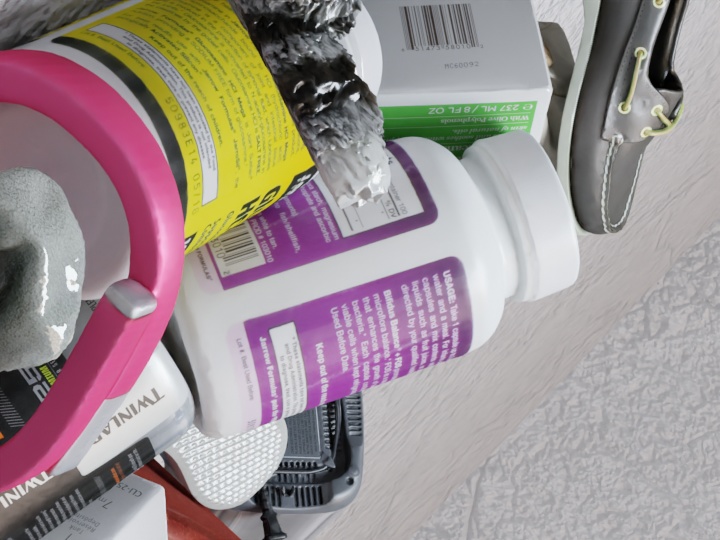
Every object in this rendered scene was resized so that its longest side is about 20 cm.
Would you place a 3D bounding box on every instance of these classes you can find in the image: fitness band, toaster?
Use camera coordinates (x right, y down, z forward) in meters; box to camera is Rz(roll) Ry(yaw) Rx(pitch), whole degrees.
[{"bbox_3d":[-0.151,0.004,0.951,0.037,0.144,0.200,-23,152,-56],"label":"fitness band"},{"bbox_3d":[-0.065,0.104,1.485,0.113,0.200,0.129,2,153,-17],"label":"toaster"}]

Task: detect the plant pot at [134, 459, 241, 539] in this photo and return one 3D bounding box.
[{"bbox_3d":[-0.178,0.176,1.320,0.200,0.200,0.176,-45,157,-12],"label":"plant pot"}]

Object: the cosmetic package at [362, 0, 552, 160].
[{"bbox_3d":[0.031,-0.062,1.232,0.107,0.085,0.200,-4,144,-7],"label":"cosmetic package"}]

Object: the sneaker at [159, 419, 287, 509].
[{"bbox_3d":[-0.107,0.069,1.322,0.074,0.082,0.200,-43,147,-5],"label":"sneaker"}]

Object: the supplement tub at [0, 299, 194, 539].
[{"bbox_3d":[-0.188,0.079,1.078,0.200,0.123,0.123,-36,165,-12],"label":"supplement tub"}]

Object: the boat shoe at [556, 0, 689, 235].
[{"bbox_3d":[0.159,-0.112,1.348,0.072,0.060,0.202,-27,127,-60],"label":"boat shoe"}]

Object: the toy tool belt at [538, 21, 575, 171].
[{"bbox_3d":[0.032,-0.082,1.380,0.200,0.125,0.123,-23,178,23],"label":"toy tool belt"}]

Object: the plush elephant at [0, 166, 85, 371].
[{"bbox_3d":[-0.195,0.024,0.867,0.165,0.200,0.155,-10,124,-59],"label":"plush elephant"}]

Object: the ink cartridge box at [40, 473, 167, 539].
[{"bbox_3d":[-0.160,0.223,1.158,0.176,0.045,0.200,-45,146,-42],"label":"ink cartridge box"}]

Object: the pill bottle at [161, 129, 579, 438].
[{"bbox_3d":[0.000,0.000,1.127,0.200,0.112,0.112,-18,160,-12],"label":"pill bottle"}]

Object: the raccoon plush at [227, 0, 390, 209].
[{"bbox_3d":[0.007,-0.139,0.956,0.134,0.200,0.097,-26,-177,-4],"label":"raccoon plush"}]

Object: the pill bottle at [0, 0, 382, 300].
[{"bbox_3d":[-0.078,-0.071,1.038,0.200,0.112,0.113,-33,161,-49],"label":"pill bottle"}]
